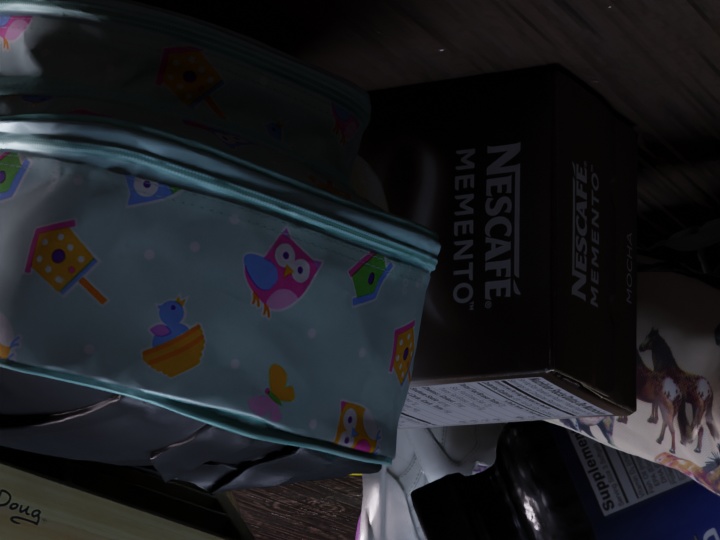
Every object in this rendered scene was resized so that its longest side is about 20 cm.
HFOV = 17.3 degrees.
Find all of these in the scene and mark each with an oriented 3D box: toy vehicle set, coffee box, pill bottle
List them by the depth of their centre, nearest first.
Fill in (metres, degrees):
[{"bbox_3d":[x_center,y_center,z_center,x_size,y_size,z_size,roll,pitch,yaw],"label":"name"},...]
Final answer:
[{"bbox_3d":[-0.138,0.065,0.815,0.200,0.027,0.124,20,-178,-13],"label":"toy vehicle set"},{"bbox_3d":[0.000,0.000,0.895,0.200,0.113,0.080,-7,163,28],"label":"coffee box"},{"bbox_3d":[0.129,0.098,1.044,0.200,0.112,0.112,-23,163,2],"label":"pill bottle"}]

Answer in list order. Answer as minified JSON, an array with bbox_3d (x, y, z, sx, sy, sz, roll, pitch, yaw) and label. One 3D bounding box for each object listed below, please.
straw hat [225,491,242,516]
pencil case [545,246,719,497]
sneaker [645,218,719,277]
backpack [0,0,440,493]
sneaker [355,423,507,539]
[{"bbox_3d":[-0.093,0.032,1.072,0.085,0.201,0.201,-46,152,8],"label":"straw hat"},{"bbox_3d":[0.098,0.034,0.923,0.200,0.089,0.078,21,-168,33],"label":"pencil case"},{"bbox_3d":[0.163,-0.008,0.948,0.200,0.075,0.115,-15,155,20],"label":"sneaker"},{"bbox_3d":[-0.072,-0.007,0.770,0.176,0.153,0.200,21,179,-38],"label":"backpack"},{"bbox_3d":[0.047,0.100,1.118,0.100,0.200,0.075,0,-158,24],"label":"sneaker"}]
